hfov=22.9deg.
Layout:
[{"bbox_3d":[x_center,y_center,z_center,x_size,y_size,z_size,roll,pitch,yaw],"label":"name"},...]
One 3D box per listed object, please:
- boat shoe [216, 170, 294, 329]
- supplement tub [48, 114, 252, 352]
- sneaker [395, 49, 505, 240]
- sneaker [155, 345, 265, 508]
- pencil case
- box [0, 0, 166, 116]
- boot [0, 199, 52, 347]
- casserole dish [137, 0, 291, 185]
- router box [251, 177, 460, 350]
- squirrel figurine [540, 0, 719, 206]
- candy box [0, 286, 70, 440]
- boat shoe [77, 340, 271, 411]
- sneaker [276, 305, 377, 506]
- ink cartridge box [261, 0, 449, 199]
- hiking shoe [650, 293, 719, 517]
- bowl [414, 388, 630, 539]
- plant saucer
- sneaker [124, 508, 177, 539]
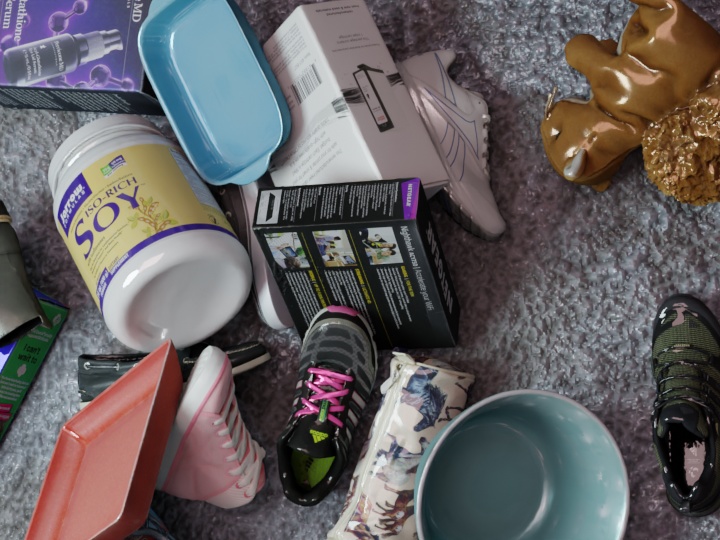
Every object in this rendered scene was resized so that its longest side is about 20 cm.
[{"bbox_3d":[-0.101,-0.036,1.718,0.057,0.069,0.200,-18,76,31],"label":"boat shoe"},{"bbox_3d":[-0.203,-0.037,1.675,0.145,0.145,0.200,-38,54,6],"label":"supplement tub"},{"bbox_3d":[0.091,-0.123,1.674,0.087,0.075,0.200,-26,81,-5],"label":"sneaker"},{"bbox_3d":[-0.125,0.151,1.644,0.105,0.200,0.075,22,46,-4],"label":"sneaker"},{"bbox_3d":[0.033,0.174,1.637,0.089,0.078,0.200,21,87,-27],"label":"pencil case"},{"bbox_3d":[-0.279,-0.238,1.766,0.200,0.104,0.148,3,82,15],"label":"box"},{"bbox_3d":[-0.405,0.036,1.697,0.200,0.077,0.138,-29,78,7],"label":"boot"},{"bbox_3d":[-0.131,-0.175,1.658,0.121,0.039,0.200,-31,83,33],"label":"casserole dish"},{"bbox_3d":[0.000,0.000,1.613,0.149,0.200,0.051,-2,53,14],"label":"router box"},{"bbox_3d":[0.261,-0.140,1.601,0.200,0.142,0.187,41,100,18],"label":"squirrel figurine"},{"bbox_3d":[-0.413,0.082,1.769,0.169,0.077,0.200,28,90,18],"label":"candy box"},{"bbox_3d":[-0.185,0.085,1.712,0.199,0.074,0.066,-15,90,21],"label":"boat shoe"},{"bbox_3d":[-0.033,0.132,1.626,0.074,0.087,0.200,15,111,2],"label":"sneaker"},{"bbox_3d":[-0.022,-0.130,1.662,0.146,0.084,0.200,-39,72,49],"label":"ink cartridge box"},{"bbox_3d":[0.294,0.116,1.571,0.076,0.101,0.200,-6,81,13],"label":"hiking shoe"},{"bbox_3d":[0.127,0.198,1.577,0.200,0.105,0.201,-1,95,-17],"label":"bowl"},{"bbox_3d":[-0.231,0.185,1.600,0.200,0.037,0.200,-37,30,40],"label":"plant saucer"},{"bbox_3d":[-0.172,0.293,1.638,0.200,0.096,0.079,41,88,-16],"label":"sneaker"}]
